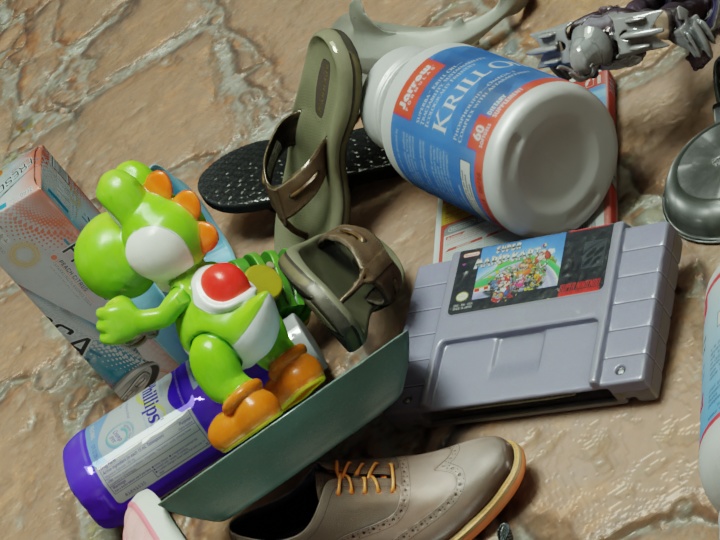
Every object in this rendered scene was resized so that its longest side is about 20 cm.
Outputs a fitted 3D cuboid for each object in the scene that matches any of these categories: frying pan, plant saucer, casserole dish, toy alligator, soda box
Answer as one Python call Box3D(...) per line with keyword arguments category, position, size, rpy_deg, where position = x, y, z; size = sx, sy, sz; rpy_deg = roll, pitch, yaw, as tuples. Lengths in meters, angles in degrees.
Box3D(category="frying pan", position=(0.268, -0.095, 1.480), size=(0.114, 0.031, 0.191), rpy_deg=(-5, 47, 37))
Box3D(category="plant saucer", position=(-0.041, 0.109, 1.408), size=(0.199, 0.036, 0.200), rpy_deg=(-34, -2, -2))
Box3D(category="casserole dish", position=(-0.140, 0.002, 1.638), size=(0.039, 0.121, 0.200), rpy_deg=(-32, 30, 16))
Box3D(category="toy alligator", position=(-0.089, 0.015, 1.551), size=(0.199, 0.059, 0.055), rpy_deg=(-8, 61, -28))
Box3D(category="soda box", position=(-0.210, 0.003, 1.626), size=(0.068, 0.200, 0.064), rpy_deg=(-29, 33, 13))

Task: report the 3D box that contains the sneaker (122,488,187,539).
Box3D(category="sneaker", position=(-0.141, 0.226, 1.403), size=(0.104, 0.076, 0.200), rpy_deg=(-33, 37, -5))

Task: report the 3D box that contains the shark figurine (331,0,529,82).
Box3D(category="shark figurine", position=(0.038, -0.203, 1.764), size=(0.213, 0.090, 0.129), rpy_deg=(-10, 42, 36))

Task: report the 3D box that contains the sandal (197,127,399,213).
Box3D(category="sandal", position=(-0.033, -0.073, 1.716), size=(0.199, 0.045, 0.075), rpy_deg=(-10, 45, 11))

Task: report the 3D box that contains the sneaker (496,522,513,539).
Box3D(category="sneaker", position=(0.033, 0.196, 1.296), size=(0.140, 0.078, 0.200), rpy_deg=(-42, 43, -12))

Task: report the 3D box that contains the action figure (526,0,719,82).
Box3D(category="action figure", position=(0.201, -0.170, 1.515), size=(0.129, 0.070, 0.200), rpy_deg=(8, 27, 37))

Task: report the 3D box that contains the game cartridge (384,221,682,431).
Box3D(category="game cartridge", position=(0.113, 0.036, 1.433), size=(0.199, 0.038, 0.130), rpy_deg=(-11, 54, 33))

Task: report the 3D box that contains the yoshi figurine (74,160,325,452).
Box3D(category="yoshi figurine", position=(-0.122, 0.024, 1.456), size=(0.112, 0.201, 0.112), rpy_deg=(-35, -1, -1))

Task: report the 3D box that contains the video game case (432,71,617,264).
Box3D(category="video game case", position=(0.121, -0.060, 1.574), size=(0.142, 0.017, 0.201), rpy_deg=(-21, 37, 22))

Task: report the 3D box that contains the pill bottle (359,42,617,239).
Box3D(category="pill bottle", position=(0.083, -0.100, 1.539), size=(0.112, 0.112, 0.200), rpy_deg=(-44, 34, -13))

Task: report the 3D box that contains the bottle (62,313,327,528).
Box3D(category="bottle", position=(-0.118, 0.104, 1.542), size=(0.199, 0.065, 0.084), rpy_deg=(-33, 25, 4))

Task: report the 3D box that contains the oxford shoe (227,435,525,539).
Box3D(category="oxford shoe", position=(0.009, 0.150, 1.365), size=(0.199, 0.073, 0.072), rpy_deg=(-27, 35, 13))

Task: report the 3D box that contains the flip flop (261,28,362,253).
Box3D(category="flip flop", position=(-0.044, -0.084, 1.619), size=(0.057, 0.201, 0.081), rpy_deg=(-8, 30, -35))

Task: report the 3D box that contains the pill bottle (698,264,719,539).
Box3D(category="pill bottle", position=(0.245, 0.080, 1.208), size=(0.108, 0.109, 0.201), rpy_deg=(-17, 37, 26))

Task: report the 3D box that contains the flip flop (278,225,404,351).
Box3D(category="flip flop", position=(0.000, 0.000, 1.485), size=(0.058, 0.081, 0.200), rpy_deg=(-40, -2, 18))
